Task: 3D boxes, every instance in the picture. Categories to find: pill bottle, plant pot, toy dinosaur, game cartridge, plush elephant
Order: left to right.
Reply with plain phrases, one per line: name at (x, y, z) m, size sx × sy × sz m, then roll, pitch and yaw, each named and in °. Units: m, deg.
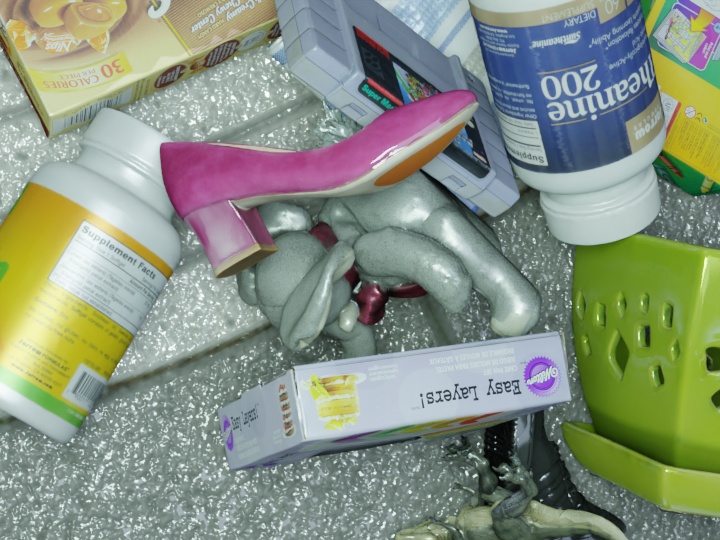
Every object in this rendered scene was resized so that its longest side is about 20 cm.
pill bottle at (-0.185, 0.000, 1.076) m, size 0.111 × 0.111 × 0.201 m, roll 33°, pitch 80°, yaw -15°
plush elephant at (0.000, 0.000, 1.115) m, size 0.155 × 0.165 × 0.200 m, roll -45°, pitch 116°, yaw 7°
game cartridge at (0.024, -0.126, 1.090) m, size 0.038 × 0.130 × 0.200 m, roll -41°, pitch 130°, yaw 21°
toy dinosaur at (0.100, 0.161, 1.135) m, size 0.047 × 0.199 × 0.088 m, roll -46°, pitch 119°, yaw -42°
pill bottle at (0.146, -0.122, 1.126) m, size 0.111 × 0.111 × 0.201 m, roll -27°, pitch 120°, yaw -16°
plant pot at (0.263, 0.077, 1.179) m, size 0.198 × 0.200 × 0.182 m, roll 10°, pitch 92°, yaw -18°

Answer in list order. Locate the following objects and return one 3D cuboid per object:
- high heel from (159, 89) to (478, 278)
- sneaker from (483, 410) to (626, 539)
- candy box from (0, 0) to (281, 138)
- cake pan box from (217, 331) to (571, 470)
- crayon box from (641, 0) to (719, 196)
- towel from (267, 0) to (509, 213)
high heel at (-0.029, -0.082, 1.017) m, size 0.200 × 0.067 × 0.096 m, roll -31°, pitch 79°, yaw 18°
sneaker at (0.144, 0.178, 1.208) m, size 0.104 × 0.060 × 0.201 m, roll 2°, pitch 94°, yaw -16°
candy box at (-0.144, -0.184, 1.111) m, size 0.199 × 0.055 × 0.116 m, roll -26°, pitch 85°, yaw -17°
cake pan box at (0.016, 0.088, 1.094) m, size 0.183 × 0.200 × 0.053 m, roll -4°, pitch 79°, yaw -21°
crayon box at (0.256, -0.172, 1.247) m, size 0.118 × 0.058 × 0.201 m, roll 28°, pitch 81°, yaw -16°
towel at (0.047, -0.154, 1.199) m, size 0.200 × 0.024 × 0.147 m, roll 39°, pitch 79°, yaw -14°
